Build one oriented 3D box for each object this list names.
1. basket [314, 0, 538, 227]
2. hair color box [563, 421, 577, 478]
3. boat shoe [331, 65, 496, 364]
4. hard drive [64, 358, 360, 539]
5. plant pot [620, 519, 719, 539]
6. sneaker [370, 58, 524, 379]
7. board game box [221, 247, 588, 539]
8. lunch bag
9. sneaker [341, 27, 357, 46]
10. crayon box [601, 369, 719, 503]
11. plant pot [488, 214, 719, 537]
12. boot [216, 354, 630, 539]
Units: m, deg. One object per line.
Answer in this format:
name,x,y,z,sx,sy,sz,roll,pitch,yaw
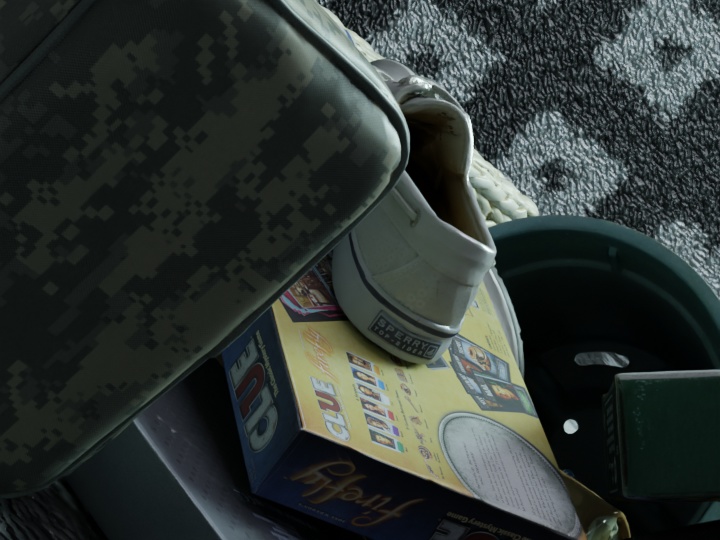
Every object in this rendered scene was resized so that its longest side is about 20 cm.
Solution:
basket,-0.028,-0.055,1.157,0.198,0.161,0.200,48,8,36
hair color box,0.106,0.118,1.248,0.200,0.061,0.100,46,8,17
boat shoe,0.020,-0.046,0.801,0.071,0.070,0.200,27,26,-20
hard drive,-0.060,0.078,0.720,0.135,0.042,0.200,33,11,-51
plant pot,0.219,0.193,0.763,0.199,0.177,0.201,33,36,-51
sneaker,0.000,0.000,0.931,0.115,0.076,0.201,-14,81,-41
board game box,0.005,0.033,0.770,0.135,0.035,0.200,25,27,-27
lunch bag,-0.110,-0.051,0.622,0.139,0.200,0.168,39,12,-41
sneaker,-0.056,-0.046,0.972,0.080,0.200,0.115,-5,-16,31
crayon box,0.202,0.067,0.784,0.126,0.199,0.052,55,31,-81
plant pot,0.118,0.089,1.059,0.200,0.200,0.196,45,0,18
boot,0.023,0.068,0.859,0.200,0.066,0.175,32,-9,24
